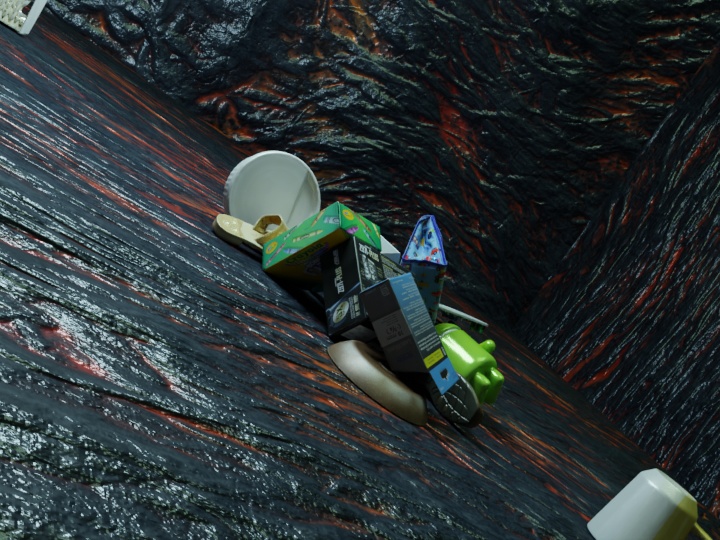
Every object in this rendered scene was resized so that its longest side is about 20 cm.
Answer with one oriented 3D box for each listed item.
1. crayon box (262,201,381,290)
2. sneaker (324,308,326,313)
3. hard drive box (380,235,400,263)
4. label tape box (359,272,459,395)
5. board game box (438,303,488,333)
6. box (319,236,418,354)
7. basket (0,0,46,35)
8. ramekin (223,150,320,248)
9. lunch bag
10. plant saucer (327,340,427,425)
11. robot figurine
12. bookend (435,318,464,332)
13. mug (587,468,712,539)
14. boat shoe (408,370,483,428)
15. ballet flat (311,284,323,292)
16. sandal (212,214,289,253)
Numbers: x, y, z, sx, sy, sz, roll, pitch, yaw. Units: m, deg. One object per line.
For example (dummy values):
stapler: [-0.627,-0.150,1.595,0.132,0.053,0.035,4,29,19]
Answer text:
crayon box: [-0.072,-0.041,1.593,0.118,0.198,0.059,27,48,-42]
sneaker: [0.012,0.066,1.671,0.074,0.088,0.199,-8,-25,35]
hard drive box: [0.000,0.000,1.800,0.075,0.159,0.200,-1,23,-23]
label tape box: [0.082,0.111,1.428,0.203,0.063,0.144,66,18,5]
board game box: [0.163,0.085,1.942,0.197,0.026,0.200,21,1,-16]
box: [0.025,0.060,1.554,0.199,0.085,0.166,29,44,-47]
basket: [-0.903,-0.711,2.195,0.200,0.137,0.123,40,10,36]
ramekin: [-0.187,-0.142,1.750,0.201,0.205,0.094,32,-4,-29]
lunch bag: [0.121,-0.010,1.780,0.092,0.153,0.201,7,34,0]
plant saucer: [0.037,0.170,1.385,0.199,0.037,0.200,37,6,-5]
robot figurine: [0.193,0.187,1.730,0.173,0.117,0.200,-11,40,-39]
bookend: [0.155,0.146,1.930,0.197,0.093,0.200,33,6,-27]
mug: [0.504,0.435,1.469,0.185,0.154,0.149,36,6,-6]
boat shoe: [0.162,0.215,1.568,0.074,0.076,0.200,34,7,-40]
ballet flat: [-0.037,-0.010,1.684,0.071,0.073,0.198,31,-34,-35]
sandal: [-0.176,-0.076,1.650,0.209,0.070,0.078,17,38,-37]
